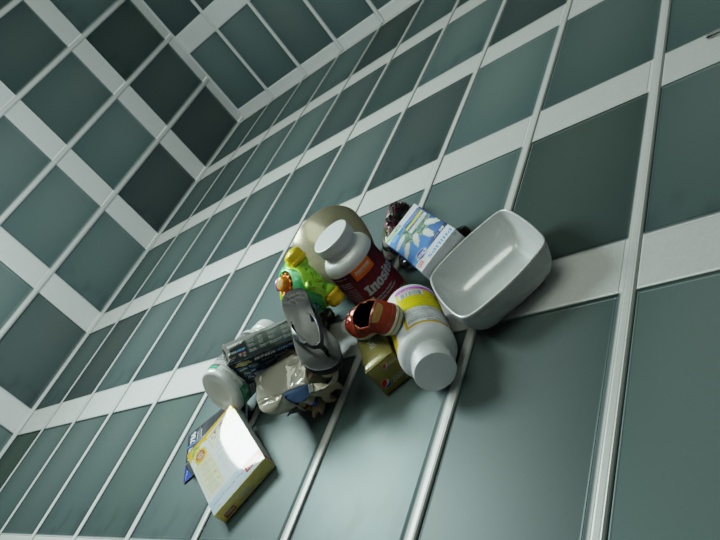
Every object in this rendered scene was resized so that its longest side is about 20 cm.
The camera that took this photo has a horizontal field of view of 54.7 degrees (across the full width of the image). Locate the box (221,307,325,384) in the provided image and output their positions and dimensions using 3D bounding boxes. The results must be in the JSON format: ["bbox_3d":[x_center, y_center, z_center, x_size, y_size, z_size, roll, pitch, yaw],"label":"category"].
[{"bbox_3d":[-0.159,0.153,1.378,0.195,0.160,0.047,-22,67,-1],"label":"box"}]

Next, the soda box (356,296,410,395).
[{"bbox_3d":[0.036,0.136,1.298,0.064,0.068,0.201,-39,26,10],"label":"soda box"}]

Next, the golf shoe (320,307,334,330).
[{"bbox_3d":[-0.123,0.142,1.506,0.077,0.095,0.203,-25,33,32],"label":"golf shoe"}]

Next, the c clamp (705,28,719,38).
[{"bbox_3d":[0.736,-0.518,1.261,0.169,0.027,0.202,-2,49,56],"label":"c clamp"}]

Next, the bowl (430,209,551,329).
[{"bbox_3d":[0.228,0.007,1.193,0.199,0.075,0.200,-42,25,5],"label":"bowl"}]

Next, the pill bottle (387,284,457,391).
[{"bbox_3d":[0.105,0.114,1.184,0.103,0.104,0.201,-38,26,12],"label":"pill bottle"}]

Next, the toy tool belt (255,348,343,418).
[{"bbox_3d":[-0.099,0.214,1.331,0.197,0.122,0.128,-26,56,25],"label":"toy tool belt"}]

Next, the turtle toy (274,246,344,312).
[{"bbox_3d":[-0.119,0.038,1.425,0.101,0.146,0.200,-46,5,-8],"label":"turtle toy"}]

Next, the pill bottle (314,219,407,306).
[{"bbox_3d":[0.000,0.000,1.402,0.112,0.200,0.114,-33,27,20],"label":"pill bottle"}]

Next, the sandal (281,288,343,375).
[{"bbox_3d":[-0.097,0.108,1.262,0.075,0.043,0.201,-30,53,-8],"label":"sandal"}]

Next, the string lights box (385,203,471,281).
[{"bbox_3d":[0.131,-0.052,1.365,0.104,0.059,0.200,-51,26,3],"label":"string lights box"}]

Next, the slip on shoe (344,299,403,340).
[{"bbox_3d":[0.010,0.082,1.232,0.199,0.060,0.076,-12,59,69],"label":"slip on shoe"}]

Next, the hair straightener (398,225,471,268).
[{"bbox_3d":[0.153,-0.050,1.447,0.198,0.041,0.078,-26,30,44],"label":"hair straightener"}]

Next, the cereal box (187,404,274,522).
[{"bbox_3d":[-0.262,0.379,1.387,0.144,0.040,0.199,-47,37,-4],"label":"cereal box"}]

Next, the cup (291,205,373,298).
[{"bbox_3d":[-0.037,-0.021,1.538,0.201,0.201,0.143,-46,46,-5],"label":"cup"}]

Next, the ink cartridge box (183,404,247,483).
[{"bbox_3d":[-0.331,0.373,1.541,0.199,0.039,0.100,-41,26,10],"label":"ink cartridge box"}]

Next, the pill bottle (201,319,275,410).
[{"bbox_3d":[-0.251,0.206,1.548,0.111,0.115,0.200,-18,23,43],"label":"pill bottle"}]

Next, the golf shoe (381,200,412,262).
[{"bbox_3d":[0.082,-0.093,1.565,0.201,0.071,0.094,-57,-15,-61],"label":"golf shoe"}]
